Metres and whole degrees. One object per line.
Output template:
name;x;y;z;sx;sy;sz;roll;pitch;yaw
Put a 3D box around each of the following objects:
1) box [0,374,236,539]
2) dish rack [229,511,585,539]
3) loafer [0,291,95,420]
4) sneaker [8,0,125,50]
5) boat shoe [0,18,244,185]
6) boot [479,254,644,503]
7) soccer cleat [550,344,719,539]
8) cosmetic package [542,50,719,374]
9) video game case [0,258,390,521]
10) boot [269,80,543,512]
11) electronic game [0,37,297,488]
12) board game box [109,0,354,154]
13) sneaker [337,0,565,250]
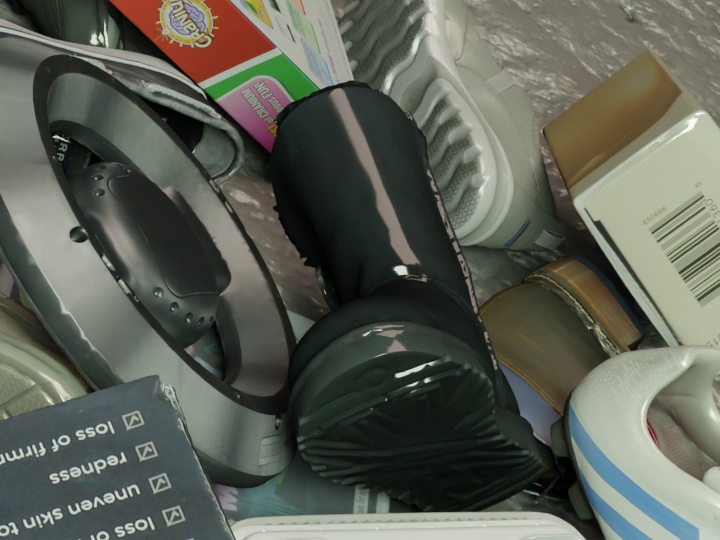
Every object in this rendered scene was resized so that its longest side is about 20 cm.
box;-0.114;0.162;0.753;0.199;0.124;0.197;-15;50;-16
dish rack;0.034;0.160;0.974;0.199;0.044;0.172;3;55;-36
loafer;-0.176;0.018;0.987;0.199;0.072;0.063;30;22;14
sneaker;-0.165;-0.158;1.239;0.079;0.076;0.201;-16;58;-13
boat shoe;-0.137;-0.062;1.112;0.199;0.072;0.068;8;18;-41
boot;0.107;0.090;1.143;0.097;0.075;0.200;-24;61;-29
soccer cleat;0.142;0.125;1.046;0.070;0.086;0.201;-11;77;-47
cosmetic package;0.144;-0.029;1.210;0.105;0.071;0.200;54;7;-8
video game case;-0.072;0.068;1.052;0.181;0.023;0.201;23;35;-12
boot;0.000;0.000;1.048;0.169;0.076;0.200;67;12;23
electronic game;-0.087;-0.004;1.017;0.200;0.042;0.200;49;17;-21
board game box;-0.078;-0.150;1.223;0.200;0.040;0.154;43;21;-39
sneaker;0.044;-0.081;1.305;0.082;0.075;0.201;23;38;-39
